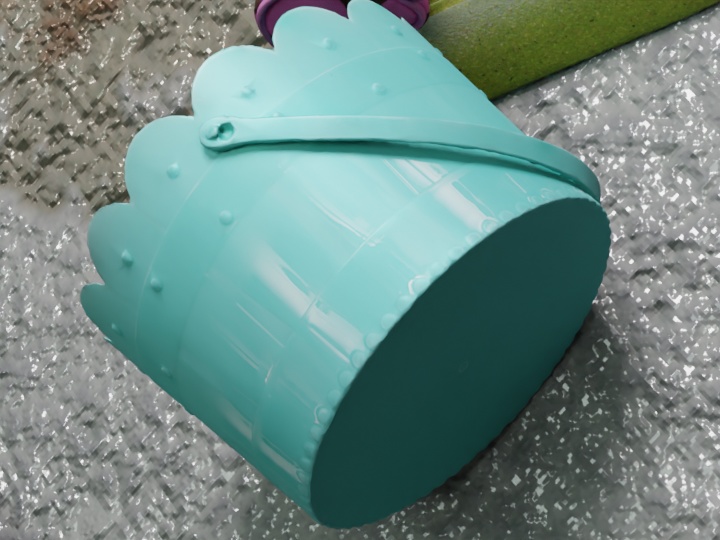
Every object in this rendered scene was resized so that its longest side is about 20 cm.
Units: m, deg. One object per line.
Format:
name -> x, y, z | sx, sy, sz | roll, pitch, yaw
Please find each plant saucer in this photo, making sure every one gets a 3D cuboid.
plant saucer -> 0.058, -0.187, 0.892 | 0.200, 0.048, 0.200 | -22, 66, 26

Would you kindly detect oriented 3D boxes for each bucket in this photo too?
bucket -> 0.000, 0.000, 0.789 | 0.135, 0.207, 0.207 | 41, 100, 25

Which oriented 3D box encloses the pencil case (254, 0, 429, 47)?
pencil case -> -0.010, -0.202, 0.854 | 0.091, 0.094, 0.200 | -13, 69, 28
